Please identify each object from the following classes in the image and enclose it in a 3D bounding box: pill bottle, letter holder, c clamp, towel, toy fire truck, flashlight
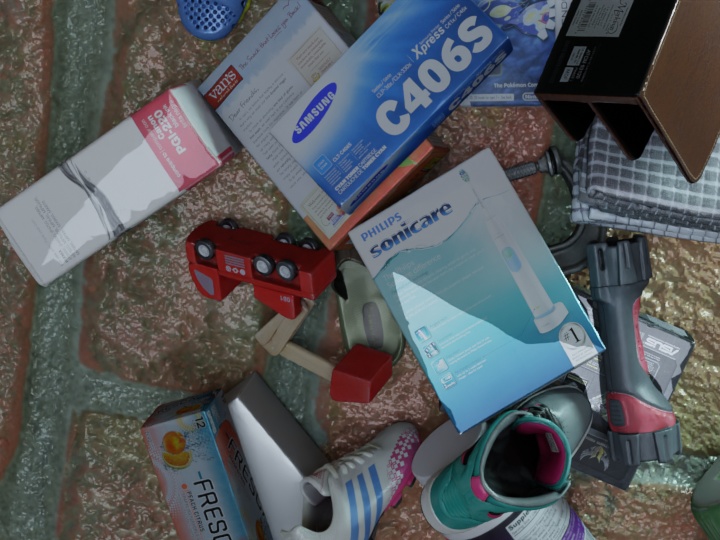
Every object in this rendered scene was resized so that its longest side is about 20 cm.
[{"bbox_3d":[0.137,0.234,1.239,0.111,0.112,0.201,-35,107,10],"label":"pill bottle"},{"bbox_3d":[0.250,-0.190,1.107,0.100,0.142,0.202,9,67,41],"label":"letter holder"},{"bbox_3d":[0.122,-0.061,1.219,0.197,0.027,0.173,-10,74,0],"label":"c clamp"},{"bbox_3d":[0.290,-0.116,1.168,0.197,0.086,0.168,9,82,4],"label":"towel"},{"bbox_3d":[-0.069,0.037,1.244,0.198,0.049,0.143,14,126,26],"label":"toy fire truck"},{"bbox_3d":[0.247,0.070,1.192,0.067,0.068,0.203,-6,95,11],"label":"flashlight"}]

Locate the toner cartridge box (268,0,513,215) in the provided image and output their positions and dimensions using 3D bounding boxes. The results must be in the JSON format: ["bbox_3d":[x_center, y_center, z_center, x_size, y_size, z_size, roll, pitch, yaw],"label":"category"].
[{"bbox_3d":[0.026,-0.153,1.122,0.200,0.043,0.095,-45,77,4],"label":"toner cartridge box"}]

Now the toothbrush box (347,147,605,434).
[{"bbox_3d":[0.101,0.019,1.153,0.145,0.085,0.201,-31,83,5],"label":"toothbrush box"}]

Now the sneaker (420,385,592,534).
[{"bbox_3d":[0.150,0.148,1.131,0.199,0.121,0.084,-33,88,-31],"label":"sneaker"}]

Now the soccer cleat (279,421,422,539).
[{"bbox_3d":[-0.006,0.196,1.222,0.086,0.201,0.070,45,134,-12],"label":"soccer cleat"}]

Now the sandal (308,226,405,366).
[{"bbox_3d":[0.001,0.001,1.249,0.079,0.057,0.203,-15,99,8],"label":"sandal"}]

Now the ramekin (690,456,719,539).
[{"bbox_3d":[0.393,0.195,1.187,0.199,0.200,0.098,-40,87,11],"label":"ramekin"}]

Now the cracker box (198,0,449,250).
[{"bbox_3d":[-0.034,-0.137,1.196,0.134,0.058,0.201,-43,79,16],"label":"cracker box"}]

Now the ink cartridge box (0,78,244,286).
[{"bbox_3d":[-0.216,-0.083,1.206,0.199,0.146,0.085,-35,98,10],"label":"ink cartridge box"}]

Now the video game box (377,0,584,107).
[{"bbox_3d":[0.109,-0.236,1.165,0.198,0.047,0.185,3,100,29],"label":"video game box"}]

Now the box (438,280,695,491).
[{"bbox_3d":[0.193,0.096,1.255,0.198,0.048,0.160,22,102,1],"label":"box"}]

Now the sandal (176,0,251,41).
[{"bbox_3d":[-0.126,-0.306,1.187,0.078,0.087,0.203,11,104,1],"label":"sandal"}]

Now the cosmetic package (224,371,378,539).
[{"bbox_3d":[-0.085,0.214,1.285,0.107,0.085,0.200,-39,96,14],"label":"cosmetic package"}]

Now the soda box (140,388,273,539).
[{"bbox_3d":[-0.133,0.215,1.216,0.068,0.064,0.202,-15,102,12],"label":"soda box"}]
